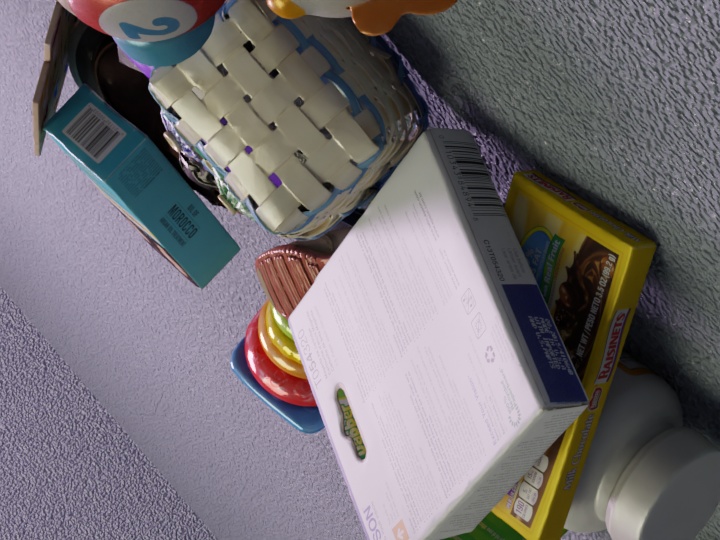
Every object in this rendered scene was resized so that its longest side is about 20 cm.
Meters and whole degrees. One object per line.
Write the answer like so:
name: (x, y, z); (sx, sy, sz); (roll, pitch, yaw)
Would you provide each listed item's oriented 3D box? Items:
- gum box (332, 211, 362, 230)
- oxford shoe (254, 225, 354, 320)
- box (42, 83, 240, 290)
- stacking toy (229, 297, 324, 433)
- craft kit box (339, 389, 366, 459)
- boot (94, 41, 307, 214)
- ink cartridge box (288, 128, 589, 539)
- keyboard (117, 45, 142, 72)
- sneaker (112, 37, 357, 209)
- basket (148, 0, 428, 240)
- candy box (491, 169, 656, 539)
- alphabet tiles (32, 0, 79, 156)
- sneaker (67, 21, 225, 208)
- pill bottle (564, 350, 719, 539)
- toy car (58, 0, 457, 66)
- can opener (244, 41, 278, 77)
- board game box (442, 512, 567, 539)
gum box: (0.059, 0.058, 1.479); (0.170, 0.045, 0.200); (28, 156, 50)
oxford shoe: (0.000, 0.000, 1.386); (0.200, 0.074, 0.071); (0, 118, 53)
box: (-0.170, -0.063, 1.554); (0.082, 0.049, 0.200); (40, 172, 30)
stacking toy: (-0.034, 0.030, 1.594); (0.110, 0.116, 0.200); (41, 152, 16)
craft kit box: (0.036, 0.167, 1.519); (0.201, 0.048, 0.198); (65, -172, 24)
boot: (-0.109, -0.102, 1.461); (0.200, 0.072, 0.166); (37, -179, -12)
ink cartridge box: (0.041, 0.052, 1.188); (0.200, 0.043, 0.197); (-54, 48, 45)
keyboard: (-0.162, -0.221, 1.329); (0.127, 0.021, 0.201); (29, 138, 29)
sneaker: (-0.103, -0.104, 1.329); (0.200, 0.070, 0.099); (38, 133, -13)
basket: (-0.045, -0.111, 1.224); (0.176, 0.139, 0.200); (49, -161, -1)
candy box: (0.104, 0.052, 1.164); (0.102, 0.026, 0.201); (36, 121, 42)
alphabet tiles: (-0.225, -0.183, 1.499); (0.006, 0.167, 0.200); (15, 165, -5)
sneaker: (-0.152, -0.131, 1.574); (0.106, 0.075, 0.200); (32, 167, 34)
pill bottle: (0.131, 0.094, 1.243); (0.200, 0.113, 0.113); (37, 161, 34)
toy car: (-0.044, -0.173, 1.015); (0.200, 0.177, 0.184); (30, 170, 18)
can opener: (-0.117, -0.181, 1.391); (0.200, 0.078, 0.063); (55, -158, -10)
board game box: (0.099, 0.165, 1.334); (0.030, 0.200, 0.096); (33, 159, 44)
